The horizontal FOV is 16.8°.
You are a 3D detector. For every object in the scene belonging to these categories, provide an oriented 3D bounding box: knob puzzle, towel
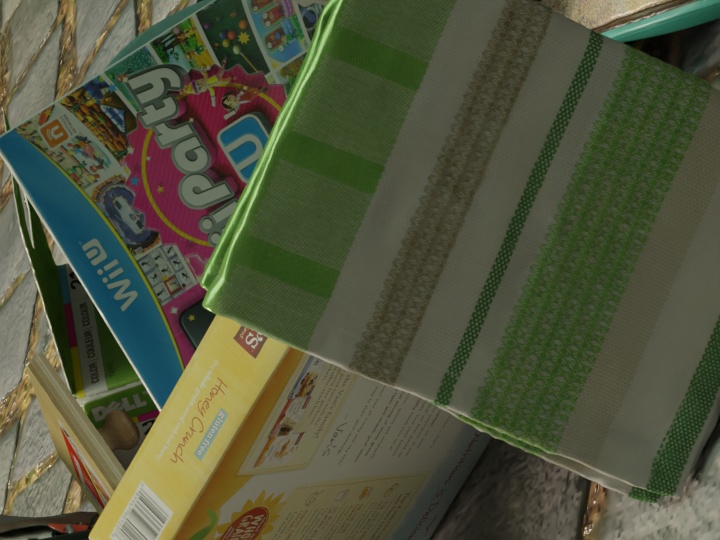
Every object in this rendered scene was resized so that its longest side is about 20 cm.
[{"bbox_3d":[-0.083,0.137,1.139,0.030,0.220,0.220,-33,17,-12],"label":"knob puzzle"},{"bbox_3d":[0.057,-0.017,0.880,0.150,0.199,0.031,-65,17,3],"label":"towel"}]

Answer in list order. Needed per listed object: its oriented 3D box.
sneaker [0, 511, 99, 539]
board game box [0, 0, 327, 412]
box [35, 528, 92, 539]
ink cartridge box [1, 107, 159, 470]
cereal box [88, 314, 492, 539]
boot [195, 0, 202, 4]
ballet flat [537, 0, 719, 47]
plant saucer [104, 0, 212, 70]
[{"bbox_3d":[-0.175,0.153,1.285,0.082,0.199,0.078,-29,72,45],"label":"sneaker"},{"bbox_3d":[-0.032,-0.046,1.041,0.199,0.148,0.064,-32,3,1],"label":"board game box"},{"bbox_3d":[-0.150,0.227,1.161,0.200,0.123,0.150,-151,53,-68],"label":"box"},{"bbox_3d":[-0.122,0.021,1.281,0.148,0.075,0.201,-110,5,-60],"label":"ink cartridge box"},{"bbox_3d":[-0.005,0.057,0.988,0.039,0.200,0.144,40,110,27],"label":"cereal box"},{"bbox_3d":[-0.091,-0.113,1.471,0.169,0.076,0.200,-57,8,18],"label":"boot"},{"bbox_3d":[0.104,-0.122,1.039,0.200,0.068,0.068,-22,83,60],"label":"ballet flat"},{"bbox_3d":[-0.064,-0.095,1.262,0.199,0.036,0.201,-13,35,9],"label":"plant saucer"}]
